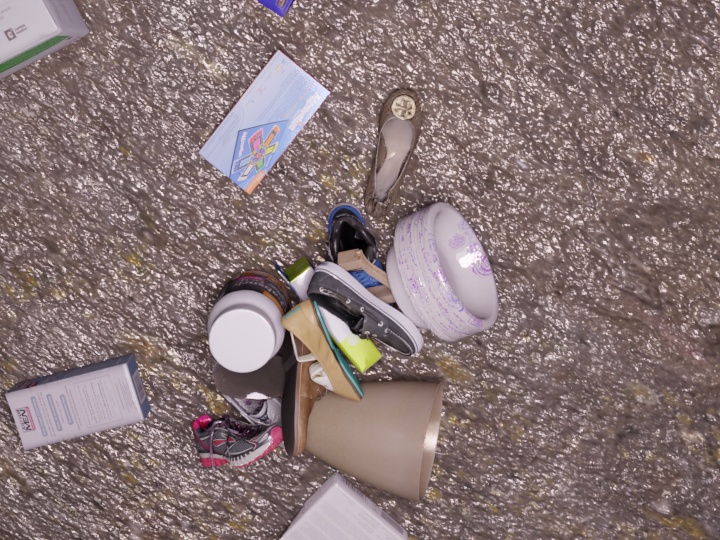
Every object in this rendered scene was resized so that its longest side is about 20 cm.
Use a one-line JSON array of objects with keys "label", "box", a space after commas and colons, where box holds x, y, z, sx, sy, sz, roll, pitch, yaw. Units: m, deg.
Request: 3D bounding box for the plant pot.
[{"label": "plant pot", "box": [0.013, 0.248, 1.652, 0.199, 0.187, 0.188, 9, 103, 12]}]

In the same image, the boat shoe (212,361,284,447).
[{"label": "boat shoe", "box": [-0.155, 0.217, 1.685, 0.072, 0.069, 0.200, -38, 100, 8]}]

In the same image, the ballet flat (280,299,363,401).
[{"label": "ballet flat", "box": [-0.058, 0.124, 1.549, 0.063, 0.069, 0.200, -26, 123, 0]}]

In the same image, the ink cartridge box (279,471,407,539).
[{"label": "ink cartridge box", "box": [-0.047, 0.455, 1.754, 0.161, 0.050, 0.200, 42, 103, -9]}]

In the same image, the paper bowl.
[{"label": "paper bowl", "box": [0.114, 0.008, 1.576, 0.104, 0.201, 0.201, -24, 103, 28]}]

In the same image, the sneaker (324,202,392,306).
[{"label": "sneaker", "box": [-0.001, 0.000, 1.616, 0.077, 0.111, 0.200, -15, 102, 3]}]

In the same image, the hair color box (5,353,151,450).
[{"label": "hair color box", "box": [-0.445, 0.208, 1.687, 0.200, 0.061, 0.099, -14, 102, 2]}]

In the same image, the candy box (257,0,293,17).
[{"label": "candy box", "box": [-0.149, -0.481, 1.485, 0.200, 0.077, 0.169, 32, 142, -8]}]

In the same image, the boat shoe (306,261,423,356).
[{"label": "boat shoe", "box": [0.004, 0.068, 1.543, 0.200, 0.069, 0.057, 39, 57, -14]}]

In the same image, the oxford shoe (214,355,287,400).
[{"label": "oxford shoe", "box": [-0.131, 0.166, 1.652, 0.200, 0.071, 0.072, -5, 75, -19]}]

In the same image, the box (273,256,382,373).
[{"label": "box", "box": [-0.052, 0.057, 1.622, 0.048, 0.122, 0.200, -38, 101, -2]}]

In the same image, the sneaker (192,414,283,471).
[{"label": "sneaker", "box": [-0.195, 0.259, 1.649, 0.200, 0.081, 0.075, -15, 100, 43]}]

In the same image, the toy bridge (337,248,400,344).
[{"label": "toy bridge", "box": [0.024, 0.037, 1.588, 0.067, 0.027, 0.200, -11, 137, 12]}]

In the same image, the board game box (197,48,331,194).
[{"label": "board game box", "box": [-0.145, -0.224, 1.612, 0.103, 0.019, 0.200, 39, 100, -7]}]

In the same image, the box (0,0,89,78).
[{"label": "box", "box": [-0.530, -0.381, 1.498, 0.199, 0.171, 0.200, -26, 102, 5]}]

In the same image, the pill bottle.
[{"label": "pill bottle", "box": [-0.166, 0.076, 1.587, 0.116, 0.200, 0.117, 0, 103, -1]}]

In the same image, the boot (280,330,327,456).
[{"label": "boot", "box": [-0.077, 0.180, 1.591, 0.075, 0.074, 0.200, 12, 66, -22]}]

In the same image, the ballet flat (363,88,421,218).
[{"label": "ballet flat", "box": [0.047, -0.175, 1.610, 0.067, 0.046, 0.200, 16, 102, -4]}]
